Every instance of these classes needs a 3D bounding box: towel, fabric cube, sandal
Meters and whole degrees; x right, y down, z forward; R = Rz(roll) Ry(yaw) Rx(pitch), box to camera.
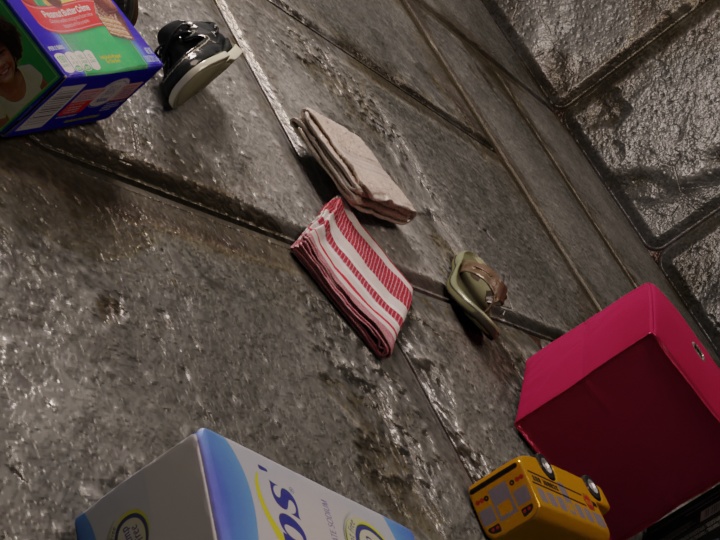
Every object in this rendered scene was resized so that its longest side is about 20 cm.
[{"bbox_3d":[0.000,0.000,1.257,0.144,0.023,0.200,51,18,-7],"label":"towel"},{"bbox_3d":[0.323,0.165,1.453,0.196,0.200,0.199,52,19,-5],"label":"fabric cube"},{"bbox_3d":[-0.003,-0.119,1.416,0.133,0.034,0.200,55,13,14],"label":"towel"},{"bbox_3d":[0.151,0.017,1.532,0.080,0.057,0.201,47,19,-18],"label":"sandal"}]

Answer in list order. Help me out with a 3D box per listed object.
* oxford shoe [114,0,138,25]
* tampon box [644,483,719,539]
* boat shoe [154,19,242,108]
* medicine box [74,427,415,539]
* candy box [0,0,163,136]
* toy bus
[{"bbox_3d":[-0.235,-0.284,1.129,0.084,0.073,0.200,31,28,-52],"label":"oxford shoe"},{"bbox_3d":[0.459,0.376,1.471,0.200,0.150,0.126,54,18,5],"label":"tampon box"},{"bbox_3d":[-0.163,-0.208,1.161,0.066,0.074,0.199,47,18,-9],"label":"boat shoe"},{"bbox_3d":[-0.039,0.211,0.649,0.200,0.103,0.182,36,25,-43],"label":"medicine box"},{"bbox_3d":[-0.263,-0.207,0.912,0.200,0.077,0.169,51,19,-1],"label":"candy box"},{"bbox_3d":[0.185,0.237,1.201,0.200,0.065,0.078,30,29,-49],"label":"toy bus"}]
